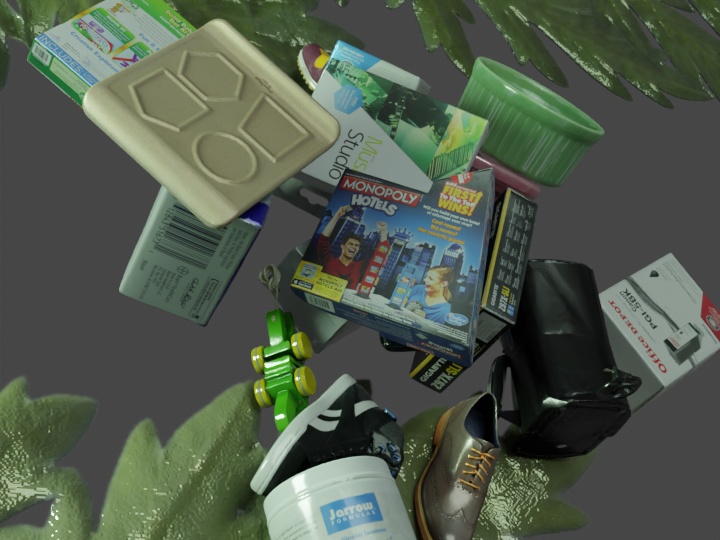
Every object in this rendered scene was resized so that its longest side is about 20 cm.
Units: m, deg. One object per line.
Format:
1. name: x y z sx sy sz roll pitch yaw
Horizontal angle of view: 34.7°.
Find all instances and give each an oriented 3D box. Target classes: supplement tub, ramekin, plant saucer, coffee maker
1. supplement tub: -0.002 0.287 1.057 0.132 0.132 0.200 -2 58 -34
2. ramekin: 0.221 -0.198 1.568 0.200 0.098 0.200 27 19 -10
3. plant saucer: 0.132 -0.130 1.479 0.200 0.051 0.201 28 7 -4
4. coffee maker: 0.237 0.089 1.325 0.134 0.192 0.200 20 48 -36

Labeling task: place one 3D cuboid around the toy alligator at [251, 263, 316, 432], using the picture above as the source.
1. toy alligator: -0.079 0.087 1.226 0.054 0.059 0.200 51 25 -51

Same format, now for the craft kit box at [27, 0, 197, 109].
1. craft kit box: -0.256 -0.239 1.378 0.200 0.049 0.198 41 47 2

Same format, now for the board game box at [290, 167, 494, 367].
1. board game box: 0.058 -0.026 1.216 0.199 0.062 0.200 19 67 16

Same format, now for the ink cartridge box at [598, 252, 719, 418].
1. ink cartridge box: 0.375 0.081 1.500 0.200 0.083 0.147 -24 72 -43

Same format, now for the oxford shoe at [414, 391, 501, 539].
1. oxford shoe: 0.108 0.214 1.227 0.071 0.073 0.200 25 46 -14

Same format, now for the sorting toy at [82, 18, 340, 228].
1. sorting toy: -0.141 -0.145 1.125 0.185 0.036 0.200 42 49 6

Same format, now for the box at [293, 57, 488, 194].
1. box: 0.027 -0.140 1.305 0.200 0.036 0.145 23 77 7

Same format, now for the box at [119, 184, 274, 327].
1. box: -0.156 -0.079 1.212 0.105 0.184 0.200 23 46 -12

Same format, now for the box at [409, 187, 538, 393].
1. box: 0.132 0.023 1.334 0.049 0.160 0.200 28 46 -9

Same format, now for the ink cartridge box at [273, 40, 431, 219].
1. ink cartridge box: -0.013 -0.158 1.388 0.116 0.200 0.068 28 6 14

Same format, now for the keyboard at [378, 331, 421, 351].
1. keyboard: 0.056 0.005 1.285 0.104 0.040 0.201 -4 59 -9

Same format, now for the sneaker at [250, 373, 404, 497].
1. sneaker: -0.017 0.184 1.149 0.112 0.073 0.200 37 34 8

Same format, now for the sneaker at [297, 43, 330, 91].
1. sneaker: -0.005 -0.238 1.482 0.075 0.090 0.200 16 35 -54

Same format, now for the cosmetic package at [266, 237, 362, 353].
1. cosmetic package: 0.000 0.000 1.321 0.107 0.090 0.200 51 43 8
